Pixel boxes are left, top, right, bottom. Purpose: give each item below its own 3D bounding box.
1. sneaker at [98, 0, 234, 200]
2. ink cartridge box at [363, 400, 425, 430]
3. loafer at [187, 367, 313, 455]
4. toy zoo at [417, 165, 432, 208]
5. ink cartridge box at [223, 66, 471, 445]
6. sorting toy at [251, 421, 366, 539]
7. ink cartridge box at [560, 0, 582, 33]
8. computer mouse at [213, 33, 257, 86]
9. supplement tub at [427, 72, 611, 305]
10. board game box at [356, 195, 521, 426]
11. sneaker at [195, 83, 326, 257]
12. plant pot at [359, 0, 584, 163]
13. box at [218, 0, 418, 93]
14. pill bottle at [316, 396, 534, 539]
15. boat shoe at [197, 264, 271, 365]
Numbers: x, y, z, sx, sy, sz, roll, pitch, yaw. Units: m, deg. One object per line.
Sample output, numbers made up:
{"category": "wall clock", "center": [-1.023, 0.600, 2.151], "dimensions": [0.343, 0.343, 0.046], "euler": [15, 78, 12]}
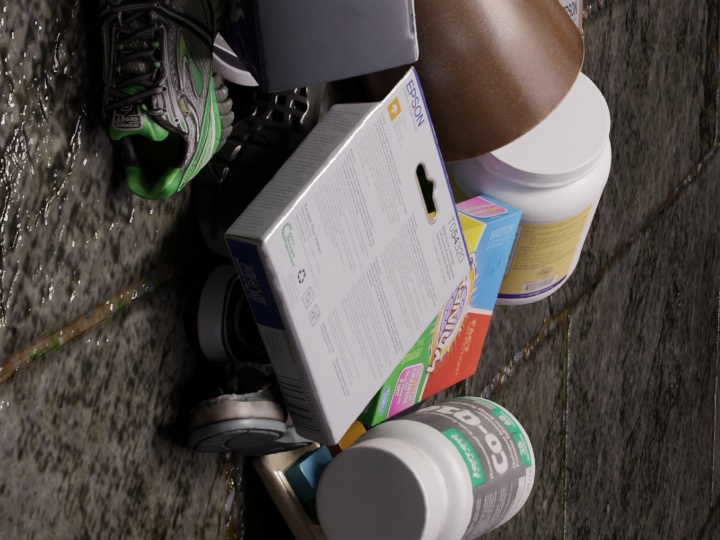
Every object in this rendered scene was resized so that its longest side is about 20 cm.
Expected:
{"category": "sneaker", "center": [-0.126, -0.129, 1.385], "dimensions": [0.085, 0.078, 0.200], "euler": [-65, 153, -44]}
{"category": "ink cartridge box", "center": [0.039, 0.078, 1.997], "dimensions": [0.200, 0.037, 0.095], "euler": [-44, 135, -66]}
{"category": "loafer", "center": [-0.084, 0.098, 1.608], "dimensions": [0.200, 0.072, 0.063], "euler": [33, 45, -76]}
{"category": "toy zoo", "center": [0.056, -0.147, 2.006], "dimensions": [0.131, 0.020, 0.200], "euler": [-52, 143, -58]}
{"category": "ink cartridge box", "center": [-0.005, -0.013, 1.580], "dimensions": [0.200, 0.043, 0.197], "euler": [-52, 139, -35]}
{"category": "sorting toy", "center": [0.000, 0.200, 1.774], "dimensions": [0.185, 0.036, 0.200], "euler": [60, 21, -1]}
{"category": "ink cartridge box", "center": [0.167, -0.198, 2.238], "dimensions": [0.200, 0.075, 0.165], "euler": [-36, 130, -65]}
{"category": "computer mouse", "center": [-0.057, -0.203, 1.579], "dimensions": [0.200, 0.110, 0.044], "euler": [-60, 179, -29]}
{"category": "supplement tub", "center": [0.137, -0.077, 1.933], "dimensions": [0.200, 0.145, 0.146], "euler": [102, 5, -57]}
{"category": "board game box", "center": [0.054, 0.028, 1.778], "dimensions": [0.200, 0.040, 0.153], "euler": [-21, 130, -61]}
{"category": "sneaker", "center": [-0.061, -0.092, 1.595], "dimensions": [0.079, 0.075, 0.200], "euler": [82, 26, -66]}
{"category": "plant pot", "center": [0.057, -0.222, 1.793], "dimensions": [0.200, 0.187, 0.187], "euler": [57, 39, -38]}
{"category": "box", "center": [-0.047, -0.221, 1.409], "dimensions": [0.200, 0.104, 0.148], "euler": [-126, -153, -60]}
{"category": "pill bottle", "center": [0.051, 0.167, 1.737], "dimensions": [0.200, 0.113, 0.113], "euler": [-13, 108, -64]}
{"category": "boat shoe", "center": [-0.060, 0.042, 1.637], "dimensions": [0.200, 0.068, 0.072], "euler": [32, 65, -69]}
